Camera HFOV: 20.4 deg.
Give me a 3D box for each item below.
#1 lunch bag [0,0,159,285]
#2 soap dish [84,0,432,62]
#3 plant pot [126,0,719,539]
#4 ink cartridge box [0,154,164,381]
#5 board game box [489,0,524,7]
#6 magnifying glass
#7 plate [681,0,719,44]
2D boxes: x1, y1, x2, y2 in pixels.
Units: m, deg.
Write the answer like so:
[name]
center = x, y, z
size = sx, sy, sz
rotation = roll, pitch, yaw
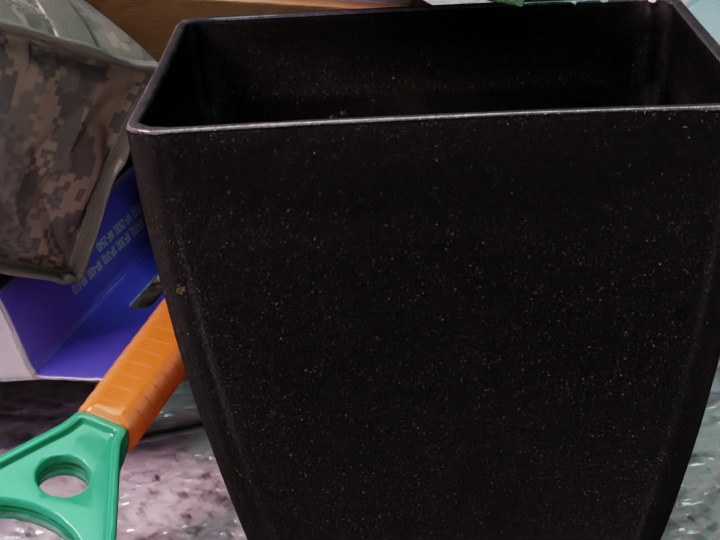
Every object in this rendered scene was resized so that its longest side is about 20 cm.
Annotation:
[lunch bag]
center = -0.205, -0.089, 0.765
size = 0.199, 0.118, 0.164
rotation = 11, 19, -44
[soap dish]
center = -0.083, -0.130, 0.950
size = 0.199, 0.082, 0.157
rotation = -1, 23, -33
[plant pot]
center = 0.031, 0.008, 0.723
size = 0.198, 0.179, 0.200
rotation = -3, 16, 1
[ink cartridge box]
center = -0.158, -0.004, 0.873
size = 0.198, 0.044, 0.198
rotation = -3, 20, 15
[board game box]
center = 0.015, -0.131, 0.809
size = 0.104, 0.024, 0.200
rotation = 15, 10, 0
[magnifying glass]
center = -0.102, 0.072, 0.713
size = 0.079, 0.022, 0.200
rotation = 20, 44, 13
[plate]
center = 0.093, -0.100, 0.906
size = 0.199, 0.026, 0.200
rotation = -18, 16, 5
